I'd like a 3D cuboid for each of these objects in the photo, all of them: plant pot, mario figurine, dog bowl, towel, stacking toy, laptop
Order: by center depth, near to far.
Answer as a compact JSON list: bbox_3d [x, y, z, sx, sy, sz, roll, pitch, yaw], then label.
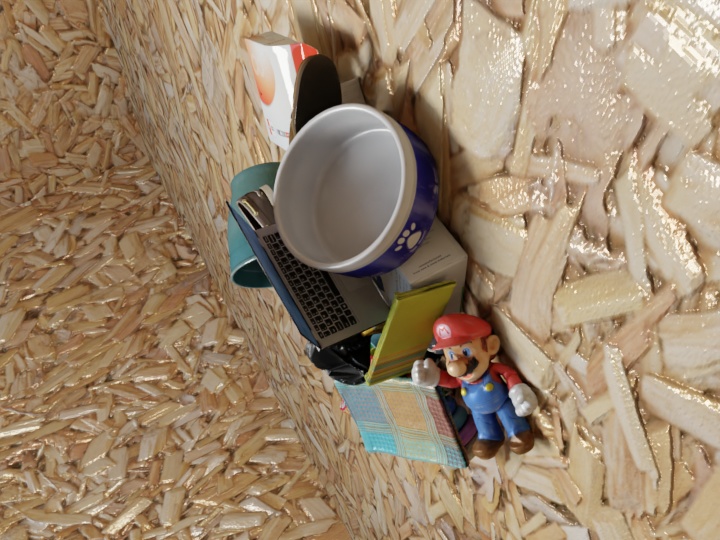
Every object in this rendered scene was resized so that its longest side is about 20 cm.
[{"bbox_3d":[-0.007,-0.094,0.959,0.079,0.200,0.201,15,-146,-52],"label":"dog bowl"},{"bbox_3d":[0.141,0.148,0.991,0.201,0.123,0.106,64,176,-12],"label":"mario figurine"},{"bbox_3d":[-0.058,-0.008,1.005,0.188,0.199,0.116,59,145,15],"label":"laptop"},{"bbox_3d":[0.060,0.081,1.017,0.018,0.086,0.201,60,153,30],"label":"towel"},{"bbox_3d":[0.055,0.212,1.138,0.199,0.022,0.147,-3,117,47],"label":"towel"},{"bbox_3d":[0.094,0.190,1.157,0.200,0.085,0.085,48,163,0],"label":"stacking toy"},{"bbox_3d":[-0.158,-0.090,1.468,0.200,0.199,0.189,116,142,-69],"label":"plant pot"}]

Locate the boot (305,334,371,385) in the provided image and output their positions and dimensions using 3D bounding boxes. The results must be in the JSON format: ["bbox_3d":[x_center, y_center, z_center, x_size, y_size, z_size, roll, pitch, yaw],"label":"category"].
[{"bbox_3d":[-0.050,0.056,1.147,0.200,0.076,0.168,45,-153,-15],"label":"boot"}]

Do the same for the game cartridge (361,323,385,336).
[{"bbox_3d":[0.000,0.000,1.189,0.201,0.032,0.176,61,-160,13],"label":"game cartridge"}]

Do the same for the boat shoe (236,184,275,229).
[{"bbox_3d":[-0.137,-0.044,1.300,0.201,0.059,0.072,62,163,11],"label":"boat shoe"}]

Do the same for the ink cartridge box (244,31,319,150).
[{"bbox_3d":[-0.096,-0.239,1.115,0.200,0.050,0.163,-134,28,-58],"label":"ink cartridge box"}]

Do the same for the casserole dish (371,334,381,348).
[{"bbox_3d":[0.020,0.091,1.349,0.121,0.039,0.200,43,-176,-42],"label":"casserole dish"}]

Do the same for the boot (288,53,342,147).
[{"bbox_3d":[-0.070,-0.196,1.029,0.076,0.073,0.201,48,150,35],"label":"boot"}]

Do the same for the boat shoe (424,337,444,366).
[{"bbox_3d":[0.090,0.118,1.179,0.063,0.072,0.200,64,159,13],"label":"boat shoe"}]

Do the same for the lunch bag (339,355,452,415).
[{"bbox_3d":[0.064,0.212,1.287,0.175,0.082,0.200,21,159,-3],"label":"lunch bag"}]

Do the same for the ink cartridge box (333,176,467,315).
[{"bbox_3d":[0.050,-0.033,1.055,0.201,0.087,0.146,57,166,30],"label":"ink cartridge box"}]

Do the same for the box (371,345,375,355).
[{"bbox_3d":[0.013,0.156,1.422,0.117,0.048,0.200,46,170,47],"label":"box"}]

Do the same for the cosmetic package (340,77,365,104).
[{"bbox_3d":[-0.046,-0.223,1.150,0.200,0.050,0.083,19,132,68],"label":"cosmetic package"}]
